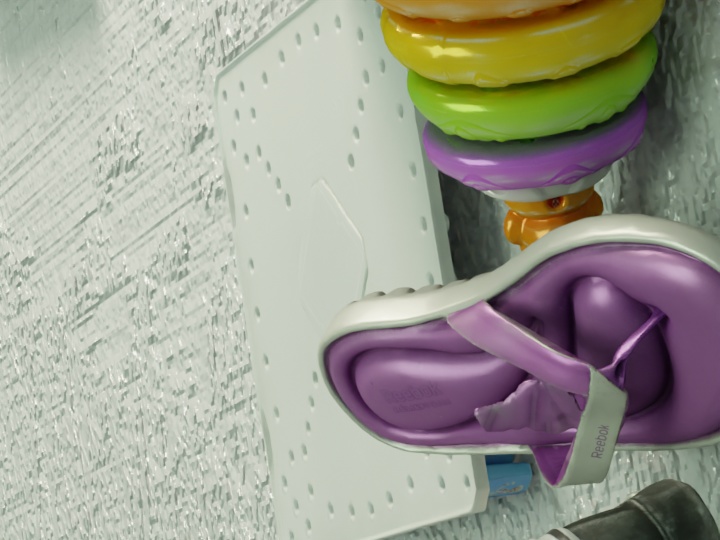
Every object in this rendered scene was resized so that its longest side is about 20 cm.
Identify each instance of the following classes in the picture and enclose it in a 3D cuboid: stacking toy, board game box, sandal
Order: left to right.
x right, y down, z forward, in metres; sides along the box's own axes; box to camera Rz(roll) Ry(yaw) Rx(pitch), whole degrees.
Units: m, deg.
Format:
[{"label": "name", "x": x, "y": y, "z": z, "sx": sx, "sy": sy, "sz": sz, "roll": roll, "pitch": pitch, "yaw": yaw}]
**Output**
[{"label": "board game box", "x": 0.000, "y": 0.000, "z": 1.095, "sx": 0.200, "sy": 0.026, "sz": 0.201, "roll": 152, "pitch": 110, "yaw": -67}, {"label": "stacking toy", "x": 0.052, "y": -0.063, "z": 0.887, "sx": 0.110, "sy": 0.116, "sz": 0.201, "roll": -127, "pitch": 23, "yaw": -63}, {"label": "sandal", "x": 0.053, "y": 0.037, "z": 0.880, "sx": 0.082, "sy": 0.050, "sz": 0.202, "roll": 47, "pitch": 149, "yaw": -16}]

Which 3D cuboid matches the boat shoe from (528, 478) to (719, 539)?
[{"label": "boat shoe", "x": 0.083, "y": 0.126, "z": 0.873, "sx": 0.072, "sy": 0.071, "sz": 0.200, "roll": 57, "pitch": 168, "yaw": 24}]
